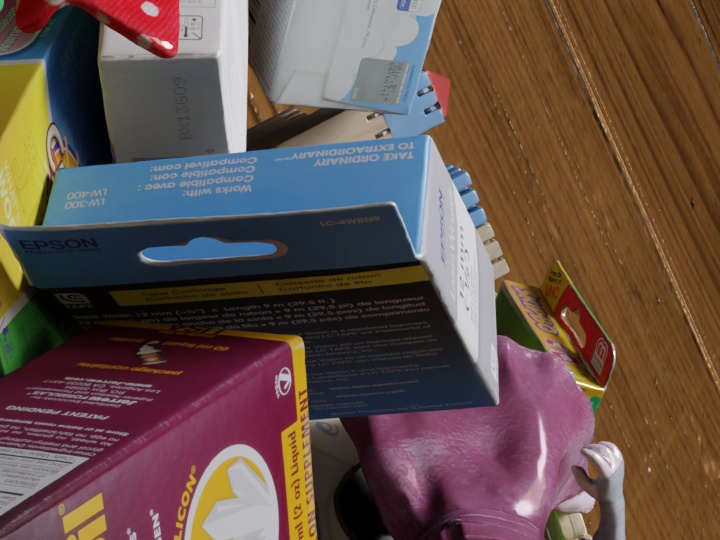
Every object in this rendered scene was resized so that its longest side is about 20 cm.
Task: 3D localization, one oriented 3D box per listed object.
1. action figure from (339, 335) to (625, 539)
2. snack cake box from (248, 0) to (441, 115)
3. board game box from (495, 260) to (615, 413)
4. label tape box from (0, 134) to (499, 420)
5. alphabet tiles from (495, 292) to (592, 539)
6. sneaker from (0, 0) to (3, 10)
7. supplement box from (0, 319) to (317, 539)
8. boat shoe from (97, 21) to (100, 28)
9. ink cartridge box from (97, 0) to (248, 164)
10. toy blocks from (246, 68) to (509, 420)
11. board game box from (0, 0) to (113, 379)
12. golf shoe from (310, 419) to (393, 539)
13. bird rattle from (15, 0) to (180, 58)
[{"bbox_3d":[0.040,0.119,1.195,0.149,0.134,0.200,82,3,-48],"label":"action figure"},{"bbox_3d":[-0.021,-0.165,1.316,0.200,0.067,0.115,-117,-144,-55],"label":"snack cake box"},{"bbox_3d":[0.058,0.098,1.373,0.030,0.200,0.096,16,22,-23],"label":"board game box"},{"bbox_3d":[-0.035,-0.005,1.103,0.200,0.143,0.066,62,26,-63],"label":"label tape box"},{"bbox_3d":[0.091,0.115,1.463,0.200,0.015,0.196,-113,-174,-46],"label":"alphabet tiles"},{"bbox_3d":[-0.175,-0.168,1.142,0.074,0.083,0.200,24,49,-65],"label":"sneaker"},{"bbox_3d":[-0.096,0.098,0.988,0.200,0.085,0.111,-32,122,-58],"label":"supplement box"},{"bbox_3d":[-0.107,-0.100,1.298,0.069,0.074,0.200,62,29,-31],"label":"boat shoe"},{"bbox_3d":[-0.072,-0.124,1.194,0.109,0.050,0.200,87,2,-53],"label":"ink cartridge box"},{"bbox_3d":[0.000,0.000,1.337,0.200,0.136,0.100,67,-13,-18],"label":"toy blocks"},{"bbox_3d":[-0.126,0.000,1.121,0.200,0.040,0.153,-76,157,-59],"label":"board game box"},{"bbox_3d":[0.001,0.149,1.304,0.078,0.097,0.200,-85,151,-56],"label":"golf shoe"},{"bbox_3d":[-0.149,-0.117,1.014,0.113,0.200,0.163,61,1,-30],"label":"bird rattle"}]
